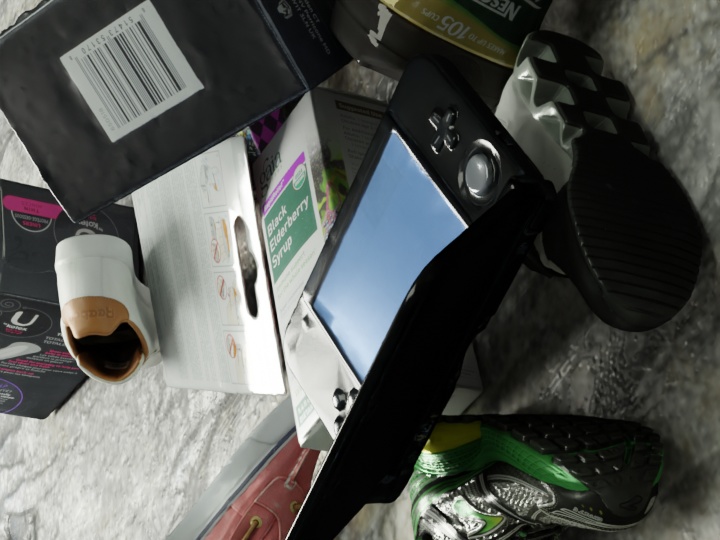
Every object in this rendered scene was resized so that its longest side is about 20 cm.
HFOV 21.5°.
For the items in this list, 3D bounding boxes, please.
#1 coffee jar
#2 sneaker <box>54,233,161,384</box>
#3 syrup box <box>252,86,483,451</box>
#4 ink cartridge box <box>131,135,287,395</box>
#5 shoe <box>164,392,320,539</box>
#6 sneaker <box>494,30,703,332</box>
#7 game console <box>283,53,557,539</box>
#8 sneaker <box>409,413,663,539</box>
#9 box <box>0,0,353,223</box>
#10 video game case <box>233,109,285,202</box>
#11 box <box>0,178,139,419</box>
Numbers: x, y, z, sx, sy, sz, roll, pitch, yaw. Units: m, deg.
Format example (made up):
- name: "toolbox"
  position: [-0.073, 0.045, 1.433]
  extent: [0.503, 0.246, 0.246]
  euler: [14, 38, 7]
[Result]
- name: "coffee jar"
  position: [0.070, -0.181, 0.966]
  extent: [0.201, 0.104, 0.085]
  euler: [-59, 35, 19]
- name: "sneaker"
  position: [-0.174, 0.049, 1.319]
  extent: [0.200, 0.072, 0.085]
  euler: [71, -167, -69]
- name: "syrup box"
  position: [0.000, 0.000, 1.082]
  extent: [0.079, 0.081, 0.201]
  euler: [-48, 42, 41]
- name: "ink cartridge box"
  position: [-0.085, -0.004, 1.218]
  extent: [0.200, 0.047, 0.161]
  euler: [-3, 97, 62]
- name: "shoe"
  position: [-0.052, 0.155, 1.146]
  extent: [0.200, 0.091, 0.071]
  euler: [-50, -5, 2]
- name: "sneaker"
  position: [0.103, -0.024, 0.916]
  extent: [0.089, 0.074, 0.201]
  euler: [-59, 24, 32]
- name: "game console"
  position: [-0.004, 0.021, 0.889]
  extent: [0.176, 0.116, 0.201]
  euler: [56, 132, 38]
- name: "sneaker"
  position: [0.083, 0.111, 0.914]
  extent: [0.200, 0.077, 0.086]
  euler: [166, 105, -69]
- name: "box"
  position: [-0.078, -0.146, 1.086]
  extent: [0.196, 0.200, 0.118]
  euler: [-25, 101, 37]
- name: "video game case"
  position: [-0.129, -0.128, 1.327]
  extent: [0.181, 0.036, 0.201]
  euler: [-32, 78, 55]
- name: "box"
  position: [-0.270, 0.027, 1.524]
  extent: [0.200, 0.122, 0.107]
  euler: [-41, 45, 48]
